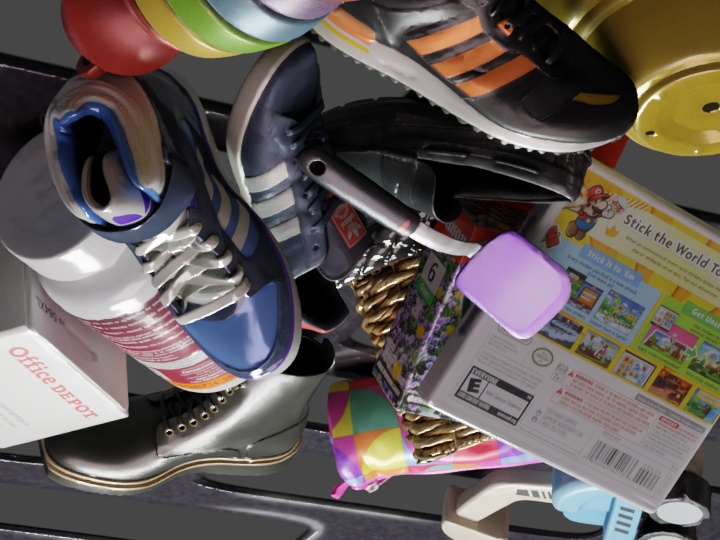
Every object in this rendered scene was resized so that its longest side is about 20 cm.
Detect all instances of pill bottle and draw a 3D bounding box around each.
[{"bbox_3d":[-0.134,-0.007,1.467,0.109,0.110,0.200,-18,149,21],"label":"pill bottle"}]

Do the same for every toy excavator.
[{"bbox_3d":[0.170,0.166,1.865,0.199,0.100,0.195,8,148,2],"label":"toy excavator"}]

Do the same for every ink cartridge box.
[{"bbox_3d":[0.096,0.001,1.483,0.108,0.050,0.201,12,113,-26],"label":"ink cartridge box"},{"bbox_3d":[-0.268,0.055,1.527,0.199,0.085,0.146,-15,149,15],"label":"ink cartridge box"}]

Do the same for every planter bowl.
[{"bbox_3d":[0.195,-0.123,1.348,0.199,0.084,0.201,-4,150,-2],"label":"planter bowl"}]

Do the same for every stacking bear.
[{"bbox_3d":[-0.080,-0.160,1.218,0.199,0.122,0.114,-20,141,41],"label":"stacking bear"}]

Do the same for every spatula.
[{"bbox_3d":[0.042,-0.022,1.384,0.200,0.021,0.057,30,120,-30],"label":"spatula"}]

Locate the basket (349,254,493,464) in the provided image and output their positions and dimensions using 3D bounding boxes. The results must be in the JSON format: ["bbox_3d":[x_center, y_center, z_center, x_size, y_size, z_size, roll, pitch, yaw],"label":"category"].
[{"bbox_3d":[0.116,0.026,1.620,0.199,0.150,0.143,-22,180,26],"label":"basket"}]

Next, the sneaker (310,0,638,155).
[{"bbox_3d":[0.067,-0.134,1.272,0.199,0.070,0.090,25,141,-2],"label":"sneaker"}]

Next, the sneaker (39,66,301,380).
[{"bbox_3d":[-0.112,-0.019,1.306,0.080,0.201,0.146,-23,-178,20],"label":"sneaker"}]

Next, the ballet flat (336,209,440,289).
[{"bbox_3d":[0.000,0.000,1.542,0.200,0.066,0.057,-33,99,37],"label":"ballet flat"}]

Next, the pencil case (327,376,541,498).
[{"bbox_3d":[0.071,0.112,1.743,0.199,0.089,0.088,-10,151,7],"label":"pencil case"}]

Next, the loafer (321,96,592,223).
[{"bbox_3d":[0.043,-0.064,1.413,0.200,0.071,0.068,-3,156,26],"label":"loafer"}]

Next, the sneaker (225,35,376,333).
[{"bbox_3d":[-0.029,-0.047,1.392,0.084,0.075,0.201,28,138,24],"label":"sneaker"}]

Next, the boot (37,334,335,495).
[{"bbox_3d":[-0.125,0.092,1.695,0.199,0.078,0.139,-8,149,-25],"label":"boot"}]

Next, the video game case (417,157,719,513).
[{"bbox_3d":[0.160,0.042,1.484,0.199,0.023,0.183,27,101,-29],"label":"video game case"}]
